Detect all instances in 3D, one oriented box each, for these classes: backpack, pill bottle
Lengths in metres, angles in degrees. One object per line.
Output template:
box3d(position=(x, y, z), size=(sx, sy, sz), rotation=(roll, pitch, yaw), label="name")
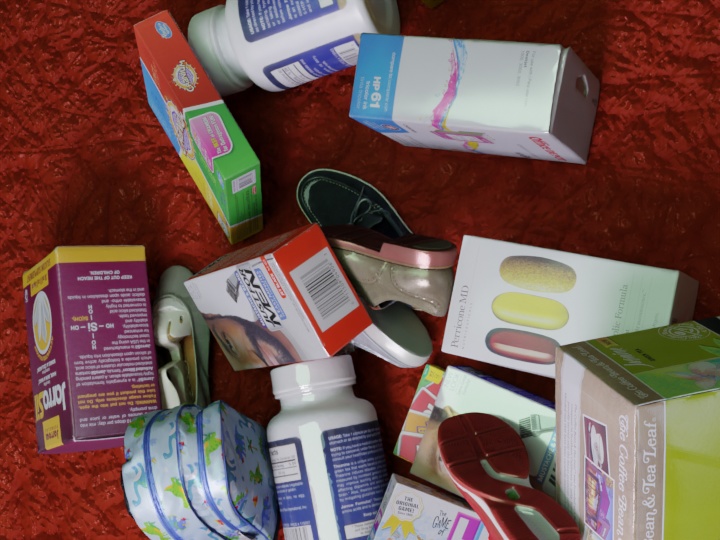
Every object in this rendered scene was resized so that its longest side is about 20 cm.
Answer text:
box3d(position=(-0.149, 0.201, 1.195), size=(0.153, 0.200, 0.165), rotation=(-19, 56, 30), label="backpack")
box3d(position=(-0.070, -0.252, 1.276), size=(0.198, 0.120, 0.121), rotation=(-15, 78, 22), label="pill bottle")
box3d(position=(-0.030, 0.189, 1.209), size=(0.110, 0.111, 0.202), rotation=(-14, 82, 22), label="pill bottle")

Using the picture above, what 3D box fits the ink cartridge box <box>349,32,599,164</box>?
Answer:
box3d(position=(0.110, -0.161, 1.170), size=(0.198, 0.144, 0.086), rotation=(7, 87, 25), label="ink cartridge box")

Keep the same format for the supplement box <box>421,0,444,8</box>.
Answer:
box3d(position=(0.055, -0.349, 1.185), size=(0.109, 0.200, 0.110), rotation=(-31, 73, 18), label="supplement box")

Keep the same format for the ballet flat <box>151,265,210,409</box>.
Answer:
box3d(position=(-0.195, 0.090, 1.326), size=(0.067, 0.064, 0.202), rotation=(-12, 79, 23), label="ballet flat")

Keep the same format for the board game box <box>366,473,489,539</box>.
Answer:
box3d(position=(0.097, 0.284, 1.136), size=(0.198, 0.034, 0.136), rotation=(21, 94, -6), label="board game box")

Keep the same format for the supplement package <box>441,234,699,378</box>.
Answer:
box3d(position=(0.190, 0.043, 1.130), size=(0.198, 0.109, 0.115), rotation=(10, 88, 25), label="supplement package")

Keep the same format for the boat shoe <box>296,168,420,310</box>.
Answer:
box3d(position=(0.006, -0.036, 1.250), size=(0.200, 0.062, 0.075), rotation=(44, 104, 23), label="boat shoe")

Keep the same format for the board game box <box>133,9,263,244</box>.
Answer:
box3d(position=(-0.166, -0.145, 1.292), size=(0.040, 0.153, 0.201), rotation=(-27, 70, -14), label="board game box")

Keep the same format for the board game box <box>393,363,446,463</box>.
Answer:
box3d(position=(0.135, 0.171, 1.190), size=(0.199, 0.030, 0.096), rotation=(22, 93, 22), label="board game box")

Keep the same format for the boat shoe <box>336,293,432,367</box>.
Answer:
box3d(position=(-0.015, 0.044, 1.255), size=(0.200, 0.070, 0.072), rotation=(38, 121, 22), label="boat shoe")

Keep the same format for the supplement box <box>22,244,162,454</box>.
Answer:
box3d(position=(-0.285, 0.084, 1.320), size=(0.131, 0.102, 0.202), rotation=(-24, 71, 56), label="supplement box")

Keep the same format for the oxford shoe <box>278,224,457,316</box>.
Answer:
box3d(position=(0.000, 0.000, 1.176), size=(0.199, 0.070, 0.076), rotation=(12, 107, 39), label="oxford shoe")

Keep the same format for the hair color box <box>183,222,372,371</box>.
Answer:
box3d(position=(-0.084, 0.031, 1.207), size=(0.199, 0.064, 0.112), rotation=(-15, 107, 59), label="hair color box")

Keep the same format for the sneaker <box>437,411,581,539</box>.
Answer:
box3d(position=(0.117, 0.217, 1.058), size=(0.078, 0.200, 0.116), rotation=(-9, 122, -13), label="sneaker")

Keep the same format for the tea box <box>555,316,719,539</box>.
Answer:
box3d(position=(0.267, 0.157, 0.990), size=(0.195, 0.134, 0.202), rotation=(-8, 109, -17), label="tea box")

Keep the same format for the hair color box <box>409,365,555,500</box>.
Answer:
box3d(position=(0.156, 0.172, 1.131), size=(0.199, 0.065, 0.110), rotation=(21, 94, 25), label="hair color box")
